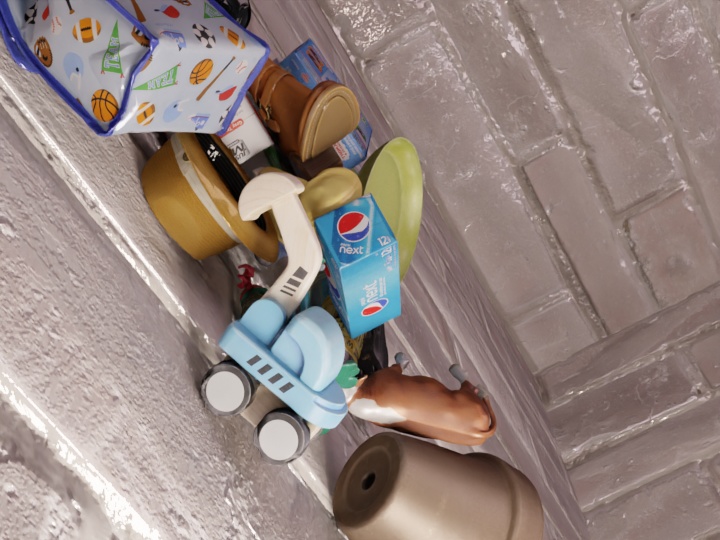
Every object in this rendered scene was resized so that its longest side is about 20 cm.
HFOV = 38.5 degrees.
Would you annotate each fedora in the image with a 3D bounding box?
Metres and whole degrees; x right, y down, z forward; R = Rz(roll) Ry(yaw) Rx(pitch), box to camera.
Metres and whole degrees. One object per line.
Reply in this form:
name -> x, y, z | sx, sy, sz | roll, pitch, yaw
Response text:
fedora -> -0.161, -0.076, 1.035 | 0.202, 0.081, 0.201 | 54, 7, -10

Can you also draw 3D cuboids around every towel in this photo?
towel -> -0.057, -0.011, 1.308 | 0.147, 0.021, 0.203 | -46, 133, -78

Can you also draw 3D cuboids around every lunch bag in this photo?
lunch bag -> -0.212, -0.211, 0.911 | 0.200, 0.124, 0.169 | 44, 24, 16

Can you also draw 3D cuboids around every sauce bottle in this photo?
sauce bottle -> -0.031, 0.097, 1.202 | 0.066, 0.065, 0.201 | 57, 27, -27

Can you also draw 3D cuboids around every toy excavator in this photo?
toy excavator -> -0.066, 0.040, 0.934 | 0.194, 0.201, 0.100 | 39, 10, 6

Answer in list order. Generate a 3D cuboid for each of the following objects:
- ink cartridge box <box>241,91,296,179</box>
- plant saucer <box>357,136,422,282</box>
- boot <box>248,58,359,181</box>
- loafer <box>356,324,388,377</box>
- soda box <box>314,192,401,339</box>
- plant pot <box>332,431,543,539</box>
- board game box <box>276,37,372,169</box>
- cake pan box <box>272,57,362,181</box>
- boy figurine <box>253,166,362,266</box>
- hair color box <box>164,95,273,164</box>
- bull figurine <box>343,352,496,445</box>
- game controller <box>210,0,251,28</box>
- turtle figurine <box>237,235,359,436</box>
ink cartridge box -> -0.135, -0.153, 1.321 | 0.148, 0.082, 0.200 | 63, 12, -3
plant saucer -> 0.027, -0.066, 1.281 | 0.200, 0.031, 0.203 | 9, 90, -67
boot -> -0.077, -0.188, 1.124 | 0.155, 0.073, 0.200 | 54, -19, 13
loafer -> 0.002, 0.098, 1.376 | 0.070, 0.067, 0.203 | 146, -67, -82
soda box -> 0.000, 0.000, 1.110 | 0.065, 0.067, 0.201 | 61, -9, 23
plant pot -> 0.067, 0.264, 1.101 | 0.174, 0.200, 0.201 | 35, 23, -27
board game box -> -0.042, -0.215, 1.310 | 0.152, 0.036, 0.200 | 55, 13, -12
cake pan box -> -0.051, -0.156, 1.327 | 0.184, 0.052, 0.201 | 42, 19, -58
boy figurine -> -0.070, -0.066, 1.127 | 0.064, 0.199, 0.125 | -42, 99, -33
hair color box -> -0.189, -0.204, 1.138 | 0.201, 0.101, 0.061 | 60, 0, -18
bull figurine -> 0.053, 0.139, 1.128 | 0.122, 0.198, 0.066 | -58, 165, -67
game controller -> -0.191, -0.242, 1.021 | 0.042, 0.199, 0.105 | -17, 80, -53
turtle figurine -> -0.075, 0.066, 1.073 | 0.151, 0.099, 0.201 | 99, -30, -42
